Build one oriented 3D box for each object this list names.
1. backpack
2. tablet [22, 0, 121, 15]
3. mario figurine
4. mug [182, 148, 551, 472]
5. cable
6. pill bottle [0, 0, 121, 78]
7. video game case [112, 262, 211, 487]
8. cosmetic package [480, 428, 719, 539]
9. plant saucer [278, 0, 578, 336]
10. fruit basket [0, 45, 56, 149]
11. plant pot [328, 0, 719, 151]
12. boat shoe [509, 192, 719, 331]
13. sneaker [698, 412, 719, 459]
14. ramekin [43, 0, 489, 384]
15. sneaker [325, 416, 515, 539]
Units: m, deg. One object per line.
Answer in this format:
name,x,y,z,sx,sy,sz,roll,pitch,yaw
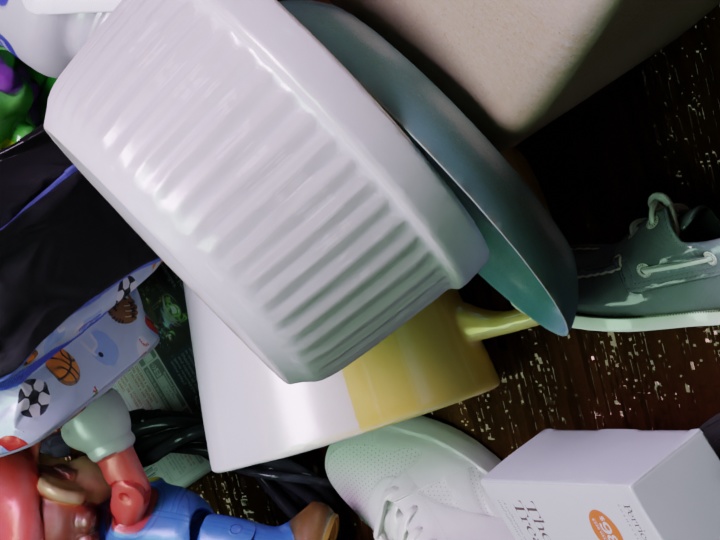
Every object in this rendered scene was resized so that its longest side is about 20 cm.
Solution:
backpack,-0.204,0.013,1.402,0.190,0.200,0.154,-7,105,30
tablet,-0.107,-0.227,1.391,0.130,0.014,0.200,-1,90,12
mario figurine,-0.110,0.122,1.503,0.200,0.106,0.124,16,101,3
mug,-0.007,0.002,1.426,0.149,0.186,0.153,156,97,-76
cable,-0.090,0.146,1.576,0.200,0.051,0.163,-16,113,38
pill bottle,-0.164,-0.169,1.476,0.200,0.112,0.112,36,129,22
video game case,-0.115,0.013,1.579,0.182,0.023,0.200,-36,84,45
cosmetic package,0.155,0.168,1.336,0.200,0.052,0.151,58,156,-10
plant saucer,0.031,-0.051,1.267,0.200,0.027,0.200,46,176,4
fruit basket,-0.217,-0.033,1.538,0.216,0.155,0.216,-19,68,59
plant pot,0.078,-0.173,1.220,0.200,0.200,0.177,45,145,16
boat shoe,0.156,-0.009,1.302,0.200,0.073,0.062,0,108,35
sneaker,0.199,0.101,1.308,0.200,0.079,0.075,-19,97,46
ramekin,-0.049,-0.042,1.252,0.200,0.105,0.200,46,175,5
sneaker,0.036,0.147,1.444,0.200,0.116,0.074,31,128,29
